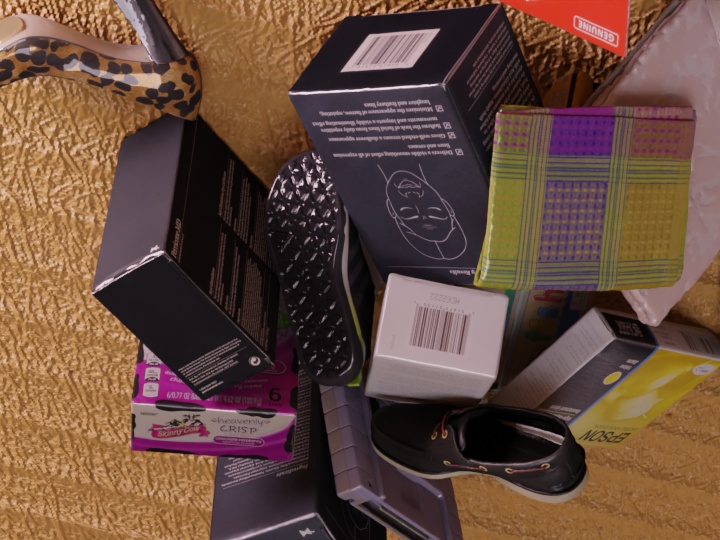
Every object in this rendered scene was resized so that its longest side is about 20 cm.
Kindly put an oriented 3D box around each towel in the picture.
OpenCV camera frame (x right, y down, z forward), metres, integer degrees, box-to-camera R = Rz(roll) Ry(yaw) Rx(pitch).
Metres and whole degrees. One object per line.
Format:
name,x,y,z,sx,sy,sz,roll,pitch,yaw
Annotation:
towel,0.175,-0.054,1.313,0.199,0.023,0.144,-3,104,-31
towel,0.246,-0.087,1.381,0.200,0.032,0.191,-48,121,-13

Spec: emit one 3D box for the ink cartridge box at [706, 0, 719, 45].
ink cartridge box,0.387,-0.180,1.340,0.145,0.084,0.200,-38,121,27

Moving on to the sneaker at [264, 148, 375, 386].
sneaker,-0.029,-0.001,1.430,0.071,0.083,0.201,-3,96,21

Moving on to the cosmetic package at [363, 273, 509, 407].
cosmetic package,0.061,0.066,1.457,0.101,0.072,0.200,11,166,0

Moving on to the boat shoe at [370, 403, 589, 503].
boat shoe,0.094,0.139,1.453,0.201,0.074,0.063,10,141,32

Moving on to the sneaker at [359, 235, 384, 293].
sneaker,0.000,0.000,1.501,0.088,0.075,0.201,-6,128,-1

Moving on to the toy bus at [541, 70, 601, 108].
toy bus,0.205,-0.070,1.438,0.078,0.065,0.200,-18,129,34

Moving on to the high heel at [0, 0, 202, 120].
high heel,-0.231,-0.142,1.378,0.199,0.071,0.143,-26,119,9

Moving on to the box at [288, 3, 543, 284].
box,0.062,-0.094,1.356,0.148,0.107,0.200,2,132,36

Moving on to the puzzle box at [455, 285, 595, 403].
puzzle box,0.133,0.063,1.580,0.132,0.025,0.201,6,130,-4

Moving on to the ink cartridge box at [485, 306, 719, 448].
ink cartridge box,0.202,0.116,1.552,0.197,0.047,0.200,10,132,-50

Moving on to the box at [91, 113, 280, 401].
box,-0.134,-0.018,1.400,0.079,0.200,0.141,-26,124,21

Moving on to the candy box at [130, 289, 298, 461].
candy box,-0.119,0.065,1.469,0.136,0.200,0.061,4,130,-5

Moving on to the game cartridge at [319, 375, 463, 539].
game cartridge,0.032,0.178,1.579,0.038,0.130,0.200,-22,145,23

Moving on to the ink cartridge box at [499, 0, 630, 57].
ink cartridge box,0.107,-0.254,1.216,0.043,0.200,0.174,-27,133,-34

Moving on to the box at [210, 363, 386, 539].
box,-0.052,0.208,1.579,0.107,0.200,0.149,-20,127,15
